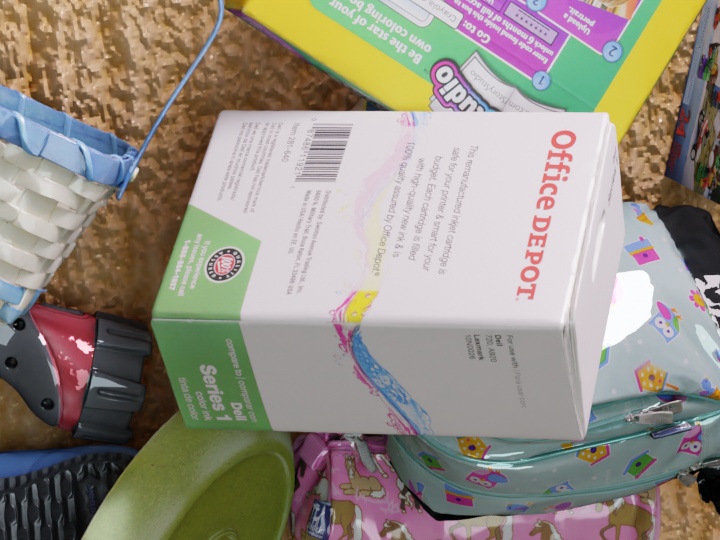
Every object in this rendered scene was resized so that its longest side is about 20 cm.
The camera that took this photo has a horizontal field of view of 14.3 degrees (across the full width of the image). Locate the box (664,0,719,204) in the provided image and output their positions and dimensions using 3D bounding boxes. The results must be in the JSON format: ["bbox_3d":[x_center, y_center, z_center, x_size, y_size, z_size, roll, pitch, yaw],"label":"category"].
[{"bbox_3d":[0.217,-0.131,1.490,0.037,0.137,0.201,10,99,-14],"label":"box"}]

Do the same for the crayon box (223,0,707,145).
[{"bbox_3d":[0.062,-0.149,1.420,0.199,0.058,0.173,32,91,-15],"label":"crayon box"}]

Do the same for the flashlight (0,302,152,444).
[{"bbox_3d":[-0.209,0.040,1.469,0.199,0.068,0.068,10,134,-12],"label":"flashlight"}]

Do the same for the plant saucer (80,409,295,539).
[{"bbox_3d":[-0.089,0.150,1.459,0.031,0.200,0.201,29,95,21],"label":"plant saucer"}]

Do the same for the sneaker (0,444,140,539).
[{"bbox_3d":[-0.190,0.126,1.492,0.199,0.078,0.066,-3,85,8],"label":"sneaker"}]

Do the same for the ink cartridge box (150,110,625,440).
[{"bbox_3d":[0.018,0.000,1.365,0.199,0.145,0.084,1,135,15],"label":"ink cartridge box"}]

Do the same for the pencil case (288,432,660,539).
[{"bbox_3d":[0.061,0.127,1.539,0.199,0.087,0.083,2,71,-13],"label":"pencil case"}]

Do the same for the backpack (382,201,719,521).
[{"bbox_3d":[0.104,0.045,1.470,0.199,0.167,0.127,-13,143,-14],"label":"backpack"}]

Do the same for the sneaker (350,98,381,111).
[{"bbox_3d":[0.044,-0.125,1.495,0.199,0.076,0.105,-30,91,-9],"label":"sneaker"}]

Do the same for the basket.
[{"bbox_3d":[-0.184,-0.090,1.403,0.176,0.139,0.201,28,99,-4],"label":"basket"}]
